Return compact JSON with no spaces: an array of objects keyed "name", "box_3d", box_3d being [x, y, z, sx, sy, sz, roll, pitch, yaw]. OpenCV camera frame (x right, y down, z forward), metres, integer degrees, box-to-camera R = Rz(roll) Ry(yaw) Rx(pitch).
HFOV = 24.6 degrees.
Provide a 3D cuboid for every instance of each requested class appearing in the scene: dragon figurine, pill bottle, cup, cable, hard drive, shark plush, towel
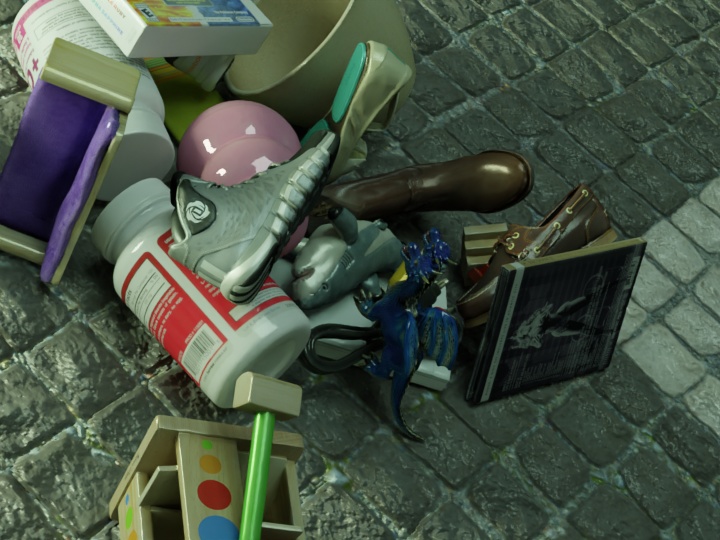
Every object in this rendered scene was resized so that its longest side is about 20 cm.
[{"name":"dragon figurine","box_3d":[0.048,0.063,1.487,0.059,0.099,0.201,-8,95,-35]},{"name":"pill bottle","box_3d":[-0.146,0.016,1.468,0.200,0.112,0.112,47,42,17]},{"name":"cup","box_3d":[-0.024,-0.226,1.742,0.143,0.200,0.201,38,33,-31]},{"name":"cable","box_3d":[0.021,0.060,1.560,0.200,0.050,0.097,-32,99,-32]},{"name":"hard drive","box_3d":[-0.009,0.036,1.602,0.199,0.026,0.132,18,42,-17]},{"name":"shark plush","box_3d":[0.000,0.000,1.604,0.200,0.091,0.084,8,62,-56]},{"name":"towel","box_3d":[-0.186,-0.175,1.714,0.086,0.018,0.200,-23,64,-40]},{"name":"pill bottle","box_3d":[-0.256,-0.172,1.588,0.113,0.114,0.201,-3,50,-34]}]

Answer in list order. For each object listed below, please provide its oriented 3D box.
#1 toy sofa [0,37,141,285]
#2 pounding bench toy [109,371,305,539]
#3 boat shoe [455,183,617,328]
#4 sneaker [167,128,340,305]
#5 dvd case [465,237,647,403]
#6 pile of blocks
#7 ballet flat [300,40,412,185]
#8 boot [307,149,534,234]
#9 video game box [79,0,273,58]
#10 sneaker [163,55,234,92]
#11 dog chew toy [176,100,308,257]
[{"name":"toy sofa","box_3d":[-0.266,-0.091,1.434,0.082,0.200,0.098,22,36,-12]},{"name":"pounding bench toy","box_3d":[-0.099,0.194,1.249,0.124,0.200,0.157,11,43,-23]},{"name":"boat shoe","box_3d":[0.166,-0.016,1.640,0.200,0.070,0.071,-34,101,-28]},{"name":"sneaker","box_3d":[-0.101,-0.072,1.427,0.115,0.075,0.200,28,52,5]},{"name":"dvd case","box_3d":[0.194,0.048,1.627,0.199,0.149,0.016,-11,35,-40]},{"name":"pile of blocks","box_3d":[0.194,0.005,1.718,0.199,0.082,0.062,12,44,-22]},{"name":"ballet flat","box_3d":[-0.010,-0.139,1.645,0.069,0.200,0.070,21,38,-17]},{"name":"boot","box_3d":[0.049,-0.076,1.647,0.199,0.186,0.065,-11,91,-49]},{"name":"video game box","box_3d":[-0.208,-0.287,1.635,0.182,0.047,0.200,46,29,20]},{"name":"sneaker","box_3d":[-0.173,-0.271,1.751,0.080,0.074,0.200,27,28,-20]},{"name":"dog chew toy","box_3d":[-0.103,-0.078,1.558,0.124,0.125,0.200,10,27,-24]}]
